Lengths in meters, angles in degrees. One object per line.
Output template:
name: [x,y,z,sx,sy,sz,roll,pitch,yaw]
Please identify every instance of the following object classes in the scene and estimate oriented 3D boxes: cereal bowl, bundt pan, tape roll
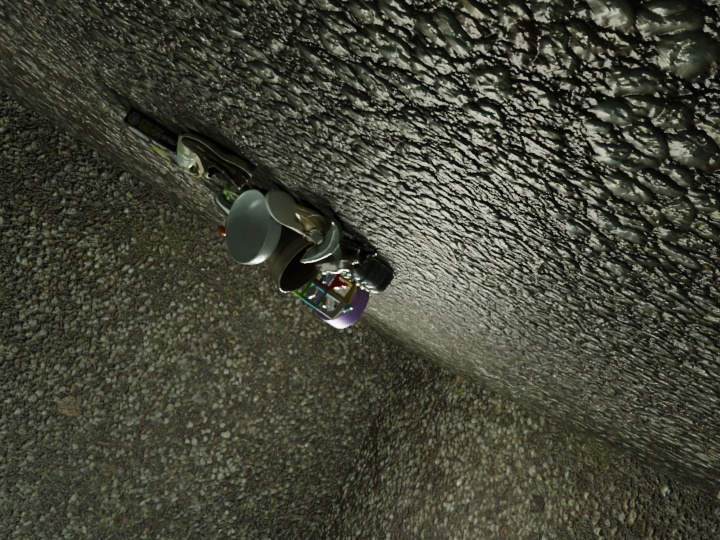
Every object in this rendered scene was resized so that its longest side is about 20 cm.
cereal bowl: [-0.282,-0.115,1.535,0.198,0.205,0.082,22,-171,42]
bundt pan: [0.000,0.000,1.597,0.199,0.077,0.202,30,173,4]
tape roll: [-0.062,0.089,1.902,0.065,0.203,0.198,33,171,-39]

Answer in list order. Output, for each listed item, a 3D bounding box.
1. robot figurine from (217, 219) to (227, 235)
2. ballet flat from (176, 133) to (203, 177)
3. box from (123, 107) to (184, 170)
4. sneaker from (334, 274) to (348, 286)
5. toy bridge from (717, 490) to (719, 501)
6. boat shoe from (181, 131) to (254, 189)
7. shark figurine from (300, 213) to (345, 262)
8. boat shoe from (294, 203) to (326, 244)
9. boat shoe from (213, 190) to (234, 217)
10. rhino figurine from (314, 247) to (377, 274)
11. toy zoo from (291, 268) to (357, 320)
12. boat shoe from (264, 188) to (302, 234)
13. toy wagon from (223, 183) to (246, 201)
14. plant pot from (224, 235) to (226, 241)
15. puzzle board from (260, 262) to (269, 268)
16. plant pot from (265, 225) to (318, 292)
robot figurine: [-0.448,-0.161,2.081,0.117,0.144,0.199,48,167,-16]
ballet flat: [-0.445,-0.292,1.463,0.068,0.071,0.200,29,172,0]
box: [-0.546,-0.352,1.534,0.158,0.045,0.200,31,172,-4]
sneaker: [-0.066,-0.022,1.762,0.081,0.075,0.201,32,162,29]
toy bridge: [1.354,0.850,2.037,0.066,0.028,0.199,19,166,43]
boat shoe: [-0.347,-0.254,1.303,0.199,0.076,0.075,28,172,16]
shark figurine: [-0.067,-0.069,1.348,0.091,0.126,0.215,64,156,19]
boat shoe: [-0.114,-0.104,1.413,0.070,0.065,0.200,25,170,30]
boat shoe: [-0.421,-0.194,1.914,0.201,0.072,0.070,50,158,-19]
rhino figurine: [-0.036,-0.026,1.460,0.196,0.062,0.087,-10,173,36]
toy zoo: [-0.100,0.061,1.681,0.198,0.132,0.021,32,163,18]
boat shoe: [-0.186,-0.151,1.414,0.068,0.073,0.199,24,179,35]
toy wagon: [-0.336,-0.207,1.671,0.153,0.040,0.200,31,170,-1]
plant pot: [-0.306,-0.112,1.814,0.197,0.144,0.141,17,166,35]
puzzle board: [-0.349,-0.105,1.967,0.197,0.153,0.017,30,-163,1]
plant pot: [-0.212,-0.071,1.629,0.174,0.200,0.200,45,178,20]
